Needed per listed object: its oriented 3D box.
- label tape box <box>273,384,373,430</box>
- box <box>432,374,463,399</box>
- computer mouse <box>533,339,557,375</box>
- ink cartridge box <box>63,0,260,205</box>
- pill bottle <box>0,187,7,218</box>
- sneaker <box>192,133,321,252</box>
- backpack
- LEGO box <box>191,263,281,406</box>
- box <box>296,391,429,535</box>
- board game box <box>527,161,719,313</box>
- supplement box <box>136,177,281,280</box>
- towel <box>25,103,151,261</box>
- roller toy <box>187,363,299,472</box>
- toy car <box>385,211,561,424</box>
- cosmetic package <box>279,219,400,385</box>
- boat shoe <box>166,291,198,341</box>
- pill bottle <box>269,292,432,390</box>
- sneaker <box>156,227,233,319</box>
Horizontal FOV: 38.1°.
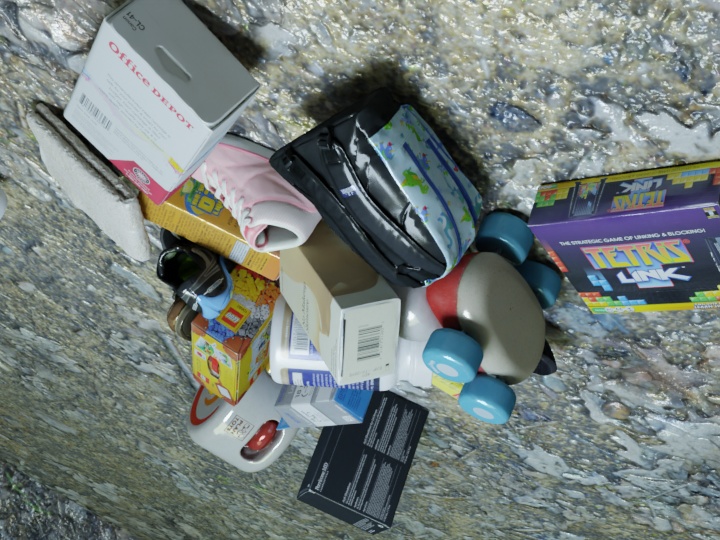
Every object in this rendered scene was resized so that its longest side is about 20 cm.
[{"bbox_3d":[-0.058,0.145,1.482,0.063,0.145,0.199,38,147,-29],"label":"label tape box"},{"bbox_3d":[0.094,0.110,1.416,0.199,0.050,0.075,33,149,-19],"label":"box"},{"bbox_3d":[0.156,0.056,1.291,0.199,0.046,0.141,22,158,25],"label":"computer mouse"},{"bbox_3d":[-0.208,-0.174,1.068,0.148,0.086,0.200,46,147,-7],"label":"ink cartridge box"},{"bbox_3d":[-0.559,-0.138,1.376,0.112,0.113,0.200,6,148,26],"label":"pill bottle"},{"bbox_3d":[-0.135,-0.086,1.183,0.199,0.105,0.075,17,153,10],"label":"sneaker"},{"bbox_3d":[0.032,-0.077,1.059,0.163,0.154,0.201,-23,102,48],"label":"backpack"},{"bbox_3d":[-0.155,0.075,1.409,0.077,0.149,0.200,32,153,8],"label":"LEGO box"},{"bbox_3d":[0.004,0.286,1.620,0.141,0.201,0.079,28,151,-11],"label":"box"},{"bbox_3d":[0.293,-0.026,1.041,0.199,0.057,0.165,-6,143,40],"label":"board game box"},{"bbox_3d":[-0.175,-0.066,1.283,0.199,0.067,0.069,25,151,-6],"label":"supplement box"},{"bbox_3d":[-0.334,-0.106,1.279,0.200,0.034,0.133,42,158,19],"label":"towel"},{"bbox_3d":[-0.179,0.208,1.631,0.139,0.183,0.200,35,149,-22],"label":"roller toy"},{"bbox_3d":[0.094,0.046,1.179,0.199,0.185,0.177,7,150,39],"label":"toy car"},{"bbox_3d":[-0.028,0.028,1.184,0.071,0.200,0.106,-10,122,-20],"label":"cosmetic package"},{"bbox_3d":[-0.222,0.041,1.400,0.068,0.072,0.200,31,-168,8],"label":"boat shoe"},{"bbox_3d":[-0.008,0.090,1.294,0.198,0.116,0.116,4,150,3],"label":"pill bottle"},{"bbox_3d":[-0.218,-0.016,1.315,0.083,0.071,0.200,36,-168,-35],"label":"sneaker"}]
